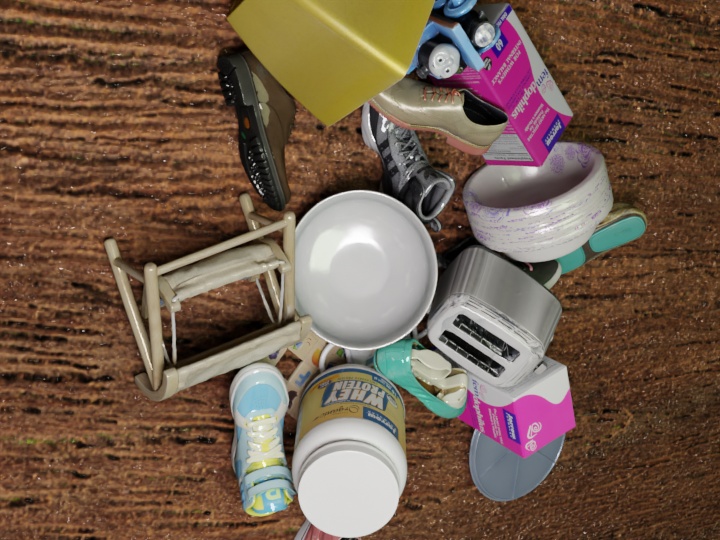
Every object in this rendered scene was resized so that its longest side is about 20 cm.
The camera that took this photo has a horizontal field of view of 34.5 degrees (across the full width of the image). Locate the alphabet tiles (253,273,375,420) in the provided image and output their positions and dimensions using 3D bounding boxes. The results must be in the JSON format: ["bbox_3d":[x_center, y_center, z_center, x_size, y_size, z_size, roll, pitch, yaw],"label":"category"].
[{"bbox_3d":[-0.049,0.126,1.573,0.200,0.008,0.168,44,78,-36],"label":"alphabet tiles"}]

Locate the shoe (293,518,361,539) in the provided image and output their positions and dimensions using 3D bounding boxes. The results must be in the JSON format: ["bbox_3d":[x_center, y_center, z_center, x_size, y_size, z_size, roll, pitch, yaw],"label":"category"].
[{"bbox_3d":[-0.021,0.335,1.602,0.071,0.091,0.202,27,88,-37],"label":"shoe"}]

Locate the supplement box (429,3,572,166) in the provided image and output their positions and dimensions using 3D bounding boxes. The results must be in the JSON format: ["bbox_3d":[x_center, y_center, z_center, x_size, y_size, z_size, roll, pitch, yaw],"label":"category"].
[{"bbox_3d":[0.183,-0.243,1.545,0.102,0.103,0.200,-56,129,-22],"label":"supplement box"}]

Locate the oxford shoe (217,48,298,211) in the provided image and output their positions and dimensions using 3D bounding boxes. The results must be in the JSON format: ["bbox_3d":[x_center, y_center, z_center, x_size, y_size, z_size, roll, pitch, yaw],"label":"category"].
[{"bbox_3d":[-0.106,-0.170,1.402,0.084,0.072,0.202,-24,117,-29],"label":"oxford shoe"}]

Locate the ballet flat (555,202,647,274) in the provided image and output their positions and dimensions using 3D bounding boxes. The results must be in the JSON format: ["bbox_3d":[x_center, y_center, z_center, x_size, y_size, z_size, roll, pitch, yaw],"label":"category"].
[{"bbox_3d":[0.330,-0.047,1.739,0.198,0.071,0.071,-23,121,7],"label":"ballet flat"}]

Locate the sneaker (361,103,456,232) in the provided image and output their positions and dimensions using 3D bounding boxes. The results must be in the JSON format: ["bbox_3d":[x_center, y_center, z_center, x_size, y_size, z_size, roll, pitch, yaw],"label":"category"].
[{"bbox_3d":[0.067,-0.146,1.502,0.075,0.113,0.202,-24,116,-27],"label":"sneaker"}]

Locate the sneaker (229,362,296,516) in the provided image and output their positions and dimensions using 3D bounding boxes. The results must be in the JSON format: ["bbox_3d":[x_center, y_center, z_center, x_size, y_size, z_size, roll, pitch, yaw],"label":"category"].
[{"bbox_3d":[-0.116,0.222,1.443,0.078,0.131,0.202,-8,130,-13],"label":"sneaker"}]

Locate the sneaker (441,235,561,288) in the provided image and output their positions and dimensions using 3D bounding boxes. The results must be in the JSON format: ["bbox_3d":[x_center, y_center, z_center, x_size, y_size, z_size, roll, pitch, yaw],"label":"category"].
[{"bbox_3d":[0.200,-0.006,1.654,0.198,0.071,0.100,-17,117,-17],"label":"sneaker"}]

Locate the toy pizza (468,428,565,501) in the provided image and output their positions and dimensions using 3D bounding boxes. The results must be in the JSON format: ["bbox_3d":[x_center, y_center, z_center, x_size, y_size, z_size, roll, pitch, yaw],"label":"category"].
[{"bbox_3d":[0.240,0.260,1.800,0.198,0.032,0.203,-12,112,-33],"label":"toy pizza"}]

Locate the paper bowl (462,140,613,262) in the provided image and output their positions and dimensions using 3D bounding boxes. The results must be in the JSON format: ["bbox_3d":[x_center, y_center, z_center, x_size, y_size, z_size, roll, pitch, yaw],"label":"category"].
[{"bbox_3d":[0.246,-0.088,1.591,0.200,0.200,0.105,-34,120,-22],"label":"paper bowl"}]

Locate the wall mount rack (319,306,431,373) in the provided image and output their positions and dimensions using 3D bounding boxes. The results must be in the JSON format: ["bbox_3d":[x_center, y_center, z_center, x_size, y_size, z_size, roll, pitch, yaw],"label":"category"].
[{"bbox_3d":[0.047,0.128,1.589,0.199,0.074,0.176,-26,120,-25],"label":"wall mount rack"}]

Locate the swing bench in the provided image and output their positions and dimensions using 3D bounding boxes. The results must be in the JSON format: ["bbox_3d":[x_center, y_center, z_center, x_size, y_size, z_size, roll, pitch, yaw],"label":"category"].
[{"bbox_3d":[-0.174,0.040,1.383,0.197,0.129,0.202,-22,116,-28],"label":"swing bench"}]

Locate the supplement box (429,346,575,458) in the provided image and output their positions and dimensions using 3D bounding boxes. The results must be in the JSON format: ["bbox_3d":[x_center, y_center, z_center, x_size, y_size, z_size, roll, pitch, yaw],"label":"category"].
[{"bbox_3d":[0.197,0.165,1.634,0.103,0.199,0.102,-27,118,-25],"label":"supplement box"}]

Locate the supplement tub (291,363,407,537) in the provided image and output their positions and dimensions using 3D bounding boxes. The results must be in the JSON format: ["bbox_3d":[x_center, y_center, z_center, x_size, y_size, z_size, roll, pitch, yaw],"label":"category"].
[{"bbox_3d":[-0.013,0.224,1.458,0.143,0.200,0.146,0,114,0],"label":"supplement tub"}]

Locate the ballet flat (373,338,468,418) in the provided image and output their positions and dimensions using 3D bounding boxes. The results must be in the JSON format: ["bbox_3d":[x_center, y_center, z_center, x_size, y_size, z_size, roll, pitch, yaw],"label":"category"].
[{"bbox_3d":[0.101,0.145,1.535,0.199,0.070,0.068,34,55,-41],"label":"ballet flat"}]

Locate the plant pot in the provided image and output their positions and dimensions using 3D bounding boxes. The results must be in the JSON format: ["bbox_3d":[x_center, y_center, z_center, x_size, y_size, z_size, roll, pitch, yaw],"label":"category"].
[{"bbox_3d":[-0.034,-0.317,1.319,0.175,0.199,0.202,29,68,-20],"label":"plant pot"}]

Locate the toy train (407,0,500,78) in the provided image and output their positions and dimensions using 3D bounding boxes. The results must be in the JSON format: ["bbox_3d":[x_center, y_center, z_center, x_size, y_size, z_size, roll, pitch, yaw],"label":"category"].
[{"bbox_3d":[0.088,-0.293,1.425,0.114,0.200,0.087,-44,125,-2],"label":"toy train"}]

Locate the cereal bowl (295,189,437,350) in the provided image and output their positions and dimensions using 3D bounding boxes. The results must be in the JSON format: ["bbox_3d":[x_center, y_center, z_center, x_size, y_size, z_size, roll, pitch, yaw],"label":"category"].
[{"bbox_3d":[0.000,0.000,1.493,0.197,0.083,0.203,0,89,-1],"label":"cereal bowl"}]

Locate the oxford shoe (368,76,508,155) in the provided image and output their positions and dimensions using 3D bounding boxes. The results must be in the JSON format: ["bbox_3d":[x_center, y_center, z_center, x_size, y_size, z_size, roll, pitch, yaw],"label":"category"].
[{"bbox_3d":[0.095,-0.215,1.459,0.198,0.075,0.071,18,59,-21],"label":"oxford shoe"}]

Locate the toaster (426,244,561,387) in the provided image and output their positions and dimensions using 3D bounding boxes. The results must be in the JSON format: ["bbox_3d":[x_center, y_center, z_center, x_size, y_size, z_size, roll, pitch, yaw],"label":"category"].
[{"bbox_3d":[0.170,0.060,1.544,0.199,0.114,0.130,35,38,-7],"label":"toaster"}]
